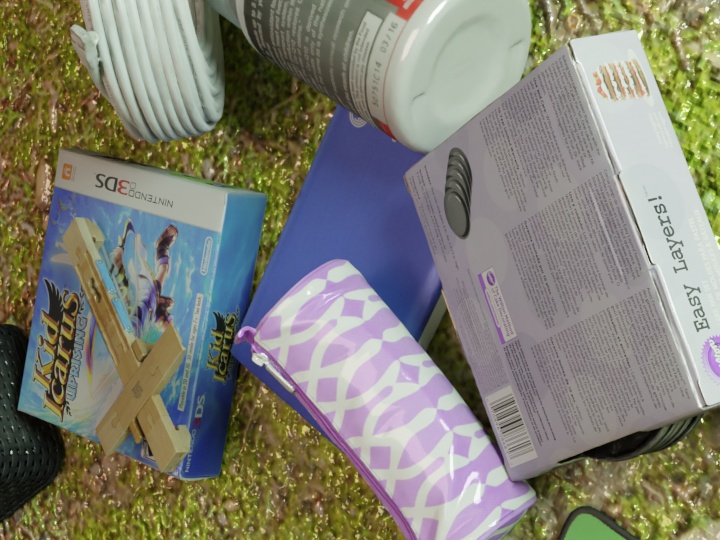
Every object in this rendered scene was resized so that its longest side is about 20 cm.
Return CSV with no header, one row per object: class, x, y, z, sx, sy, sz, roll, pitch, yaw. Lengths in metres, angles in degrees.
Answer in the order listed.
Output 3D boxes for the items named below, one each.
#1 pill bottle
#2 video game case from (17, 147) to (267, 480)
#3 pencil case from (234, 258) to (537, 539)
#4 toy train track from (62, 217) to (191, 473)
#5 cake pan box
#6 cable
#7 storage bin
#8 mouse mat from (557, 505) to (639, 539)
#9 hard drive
pill bottle,-0.004,-0.162,0.939,0.200,0.113,0.115,35,110,35
video game case,-0.160,0.026,1.104,0.180,0.045,0.202,15,98,40
pencil case,0.015,0.086,0.906,0.200,0.085,0.084,49,153,15
toy train track,-0.153,0.047,1.052,0.115,0.032,0.201,-51,54,34
cake pan box,0.110,0.003,0.814,0.184,0.052,0.201,-40,67,60
cable,-0.136,-0.184,1.003,0.069,0.200,0.201,-9,62,4
storage bin,-0.339,0.141,1.217,0.200,0.093,0.136,-37,65,31
mouse mat,0.163,0.246,0.851,0.199,0.008,0.162,33,109,35
hard drive,0.000,0.000,0.985,0.132,0.025,0.201,37,111,35
